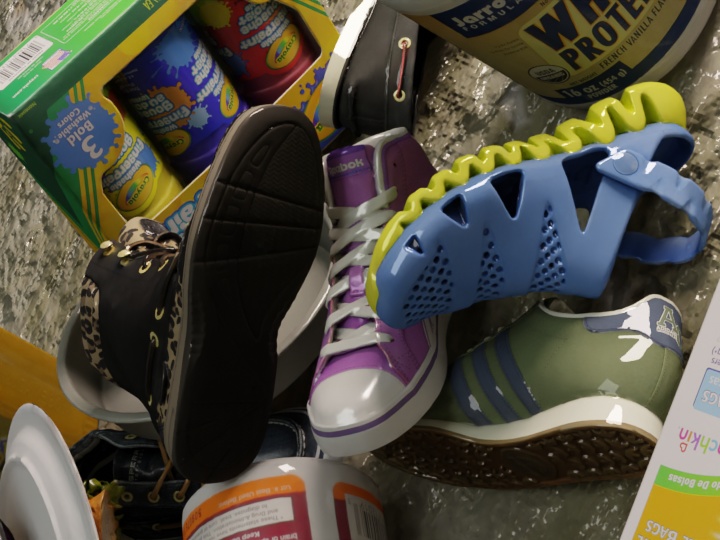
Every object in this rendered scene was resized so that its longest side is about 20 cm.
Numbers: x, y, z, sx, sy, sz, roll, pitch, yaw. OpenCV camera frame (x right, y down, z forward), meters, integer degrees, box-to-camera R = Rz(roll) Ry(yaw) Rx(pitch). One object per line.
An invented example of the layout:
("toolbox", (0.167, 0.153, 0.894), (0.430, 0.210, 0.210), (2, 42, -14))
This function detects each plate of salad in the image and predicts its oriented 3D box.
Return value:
("plate of salad", (-0.171, 0.176, 0.956), (0.200, 0.048, 0.201), (32, 127, 56))

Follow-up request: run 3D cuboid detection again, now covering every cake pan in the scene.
("cake pan", (-0.094, 0.028, 1.004), (0.199, 0.037, 0.201), (-20, 36, 15))

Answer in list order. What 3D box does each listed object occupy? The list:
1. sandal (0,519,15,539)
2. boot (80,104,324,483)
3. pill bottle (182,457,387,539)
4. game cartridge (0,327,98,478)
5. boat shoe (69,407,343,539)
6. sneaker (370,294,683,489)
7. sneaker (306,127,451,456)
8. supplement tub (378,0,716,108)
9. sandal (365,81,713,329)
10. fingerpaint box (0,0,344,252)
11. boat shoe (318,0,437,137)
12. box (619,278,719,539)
("sandal", (-0.210, 0.191, 0.935), (0.048, 0.075, 0.201), (-29, 80, -10))
("boot", (-0.092, -0.002, 0.882), (0.150, 0.073, 0.201), (27, 111, 56))
("pill bottle", (-0.031, 0.211, 0.849), (0.114, 0.114, 0.201), (-34, 49, 33))
("game cartridge", (-0.236, 0.142, 1.064), (0.032, 0.176, 0.201), (-8, 66, 25))
("boat shoe", (-0.105, 0.125, 0.989), (0.200, 0.091, 0.071), (-25, 56, 39))
("sneaker", (0.089, 0.059, 0.835), (0.200, 0.067, 0.090), (-11, 49, 51))
("sneaker", (-0.001, 0.000, 0.850), (0.072, 0.115, 0.201), (-14, 32, 25))
("supplement tub", (0.080, -0.183, 0.843), (0.144, 0.200, 0.145), (-23, 56, 40))
("sandal", (0.096, -0.021, 0.796), (0.199, 0.080, 0.087), (-27, 64, -14))
("fingerpaint box", (-0.110, -0.108, 0.996), (0.200, 0.167, 0.073), (-45, 38, -14))
("boat shoe", (0.033, -0.171, 1.003), (0.063, 0.074, 0.202), (13, 67, 12))
("box", (0.204, 0.061, 0.666), (0.112, 0.101, 0.201), (20, 87, 51))
